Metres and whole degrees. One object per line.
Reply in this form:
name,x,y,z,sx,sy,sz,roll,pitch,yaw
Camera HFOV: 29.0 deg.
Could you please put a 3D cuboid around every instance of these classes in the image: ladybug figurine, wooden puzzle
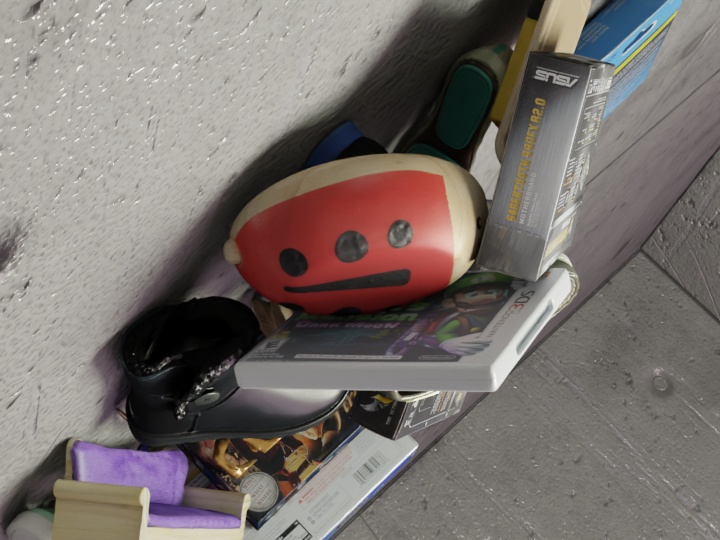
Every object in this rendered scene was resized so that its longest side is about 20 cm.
ladybug figurine,0.001,-0.018,1.004,0.199,0.072,0.136,-10,139,-10
wooden puzzle,0.150,-0.173,1.171,0.185,0.037,0.201,14,92,-77

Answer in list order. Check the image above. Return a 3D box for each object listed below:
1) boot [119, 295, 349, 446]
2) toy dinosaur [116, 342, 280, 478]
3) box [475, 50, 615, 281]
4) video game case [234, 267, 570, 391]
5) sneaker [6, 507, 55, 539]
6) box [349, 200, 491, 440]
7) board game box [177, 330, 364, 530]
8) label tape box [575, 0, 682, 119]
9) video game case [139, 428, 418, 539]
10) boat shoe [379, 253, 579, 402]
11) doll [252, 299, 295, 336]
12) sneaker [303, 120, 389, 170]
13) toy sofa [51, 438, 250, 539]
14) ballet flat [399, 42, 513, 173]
boot,-0.091,0.077,1.096,0.199,0.077,0.168,-9,158,-14
toy dinosaur,-0.131,0.134,1.238,0.060,0.106,0.200,-45,174,38
box,0.146,-0.086,1.070,0.200,0.048,0.159,-30,134,-72
video game case,0.035,0.041,1.023,0.199,0.023,0.182,-2,-160,26
sneaker,-0.234,0.210,1.213,0.119,0.074,0.201,-58,163,-16
box,0.074,0.039,1.225,0.158,0.048,0.201,-11,123,-65
board game box,-0.070,0.126,1.311,0.200,0.135,0.035,-42,167,-21
label tape box,0.251,-0.221,1.446,0.143,0.066,0.200,-43,165,-15
video game case,-0.078,0.174,1.333,0.200,0.181,0.045,-41,168,-20
boat shoe,0.095,0.047,1.115,0.201,0.060,0.072,-24,126,-16
doll,0.000,0.000,1.255,0.199,0.049,0.136,-28,-167,-23
sneaker,-0.024,-0.026,1.109,0.070,0.078,0.200,-36,164,-39
toy sofa,-0.170,0.197,1.167,0.200,0.082,0.098,27,68,-67
ballet flat,0.084,-0.117,1.219,0.062,0.067,0.200,-45,171,-46
